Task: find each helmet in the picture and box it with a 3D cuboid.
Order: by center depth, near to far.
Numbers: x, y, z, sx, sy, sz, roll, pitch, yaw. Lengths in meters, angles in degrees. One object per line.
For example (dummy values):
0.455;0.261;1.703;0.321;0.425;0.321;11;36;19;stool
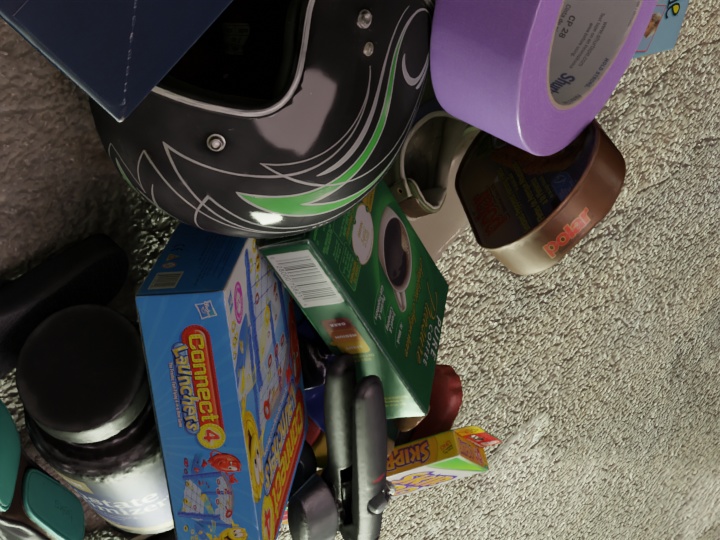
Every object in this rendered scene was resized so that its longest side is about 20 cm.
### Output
-0.061;-0.113;0.843;0.192;0.199;0.200;-56;146;2;helmet

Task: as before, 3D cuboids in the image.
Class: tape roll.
0.122;-0.175;0.866;0.200;0.065;0.202;-47;152;-34;tape roll

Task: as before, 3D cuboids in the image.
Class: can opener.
-0.005;0.138;1.023;0.079;0.063;0.202;-41;154;-37;can opener

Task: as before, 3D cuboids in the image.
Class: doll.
-0.031;0.051;1.080;0.136;0.048;0.200;-44;109;-7;doll

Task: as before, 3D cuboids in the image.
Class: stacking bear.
-0.035;0.106;1.165;0.198;0.121;0.115;6;115;-40;stacking bear

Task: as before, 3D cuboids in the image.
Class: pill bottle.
-0.164;0.101;0.974;0.112;0.112;0.201;-40;157;-11;pill bottle

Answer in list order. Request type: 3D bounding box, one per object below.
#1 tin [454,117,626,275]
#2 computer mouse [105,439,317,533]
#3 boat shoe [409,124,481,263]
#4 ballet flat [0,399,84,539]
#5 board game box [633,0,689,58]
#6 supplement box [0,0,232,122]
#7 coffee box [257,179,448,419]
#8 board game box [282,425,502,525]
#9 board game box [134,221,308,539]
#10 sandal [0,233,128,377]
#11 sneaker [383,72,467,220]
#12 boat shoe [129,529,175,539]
0.122;-0.067;0.990;0.112;0.201;0.042;-41;112;13;tin
-0.118;0.164;1.107;0.059;0.198;0.034;65;26;-17;computer mouse
0.041;-0.036;1.145;0.071;0.060;0.202;11;115;-37;boat shoe
-0.246;0.140;0.940;0.073;0.073;0.201;-39;147;-13;ballet flat
0.146;-0.216;1.042;0.198;0.103;0.106;-17;133;-37;board game box
-0.128;-0.220;0.647;0.200;0.200;0.134;-47;146;-1;supplement box
0.000;0.000;0.998;0.201;0.043;0.124;55;35;-42;coffee box
0.016;0.168;1.161;0.198;0.030;0.095;-21;160;14;board game box
-0.085;0.065;0.945;0.055;0.201;0.199;-3;113;8;board game box
-0.239;0.033;0.926;0.199;0.043;0.077;-31;151;-39;sandal
0.019;-0.062;1.066;0.067;0.090;0.202;3;122;-50;sneaker
-0.175;0.245;1.163;0.199;0.064;0.074;-16;159;-37;boat shoe
